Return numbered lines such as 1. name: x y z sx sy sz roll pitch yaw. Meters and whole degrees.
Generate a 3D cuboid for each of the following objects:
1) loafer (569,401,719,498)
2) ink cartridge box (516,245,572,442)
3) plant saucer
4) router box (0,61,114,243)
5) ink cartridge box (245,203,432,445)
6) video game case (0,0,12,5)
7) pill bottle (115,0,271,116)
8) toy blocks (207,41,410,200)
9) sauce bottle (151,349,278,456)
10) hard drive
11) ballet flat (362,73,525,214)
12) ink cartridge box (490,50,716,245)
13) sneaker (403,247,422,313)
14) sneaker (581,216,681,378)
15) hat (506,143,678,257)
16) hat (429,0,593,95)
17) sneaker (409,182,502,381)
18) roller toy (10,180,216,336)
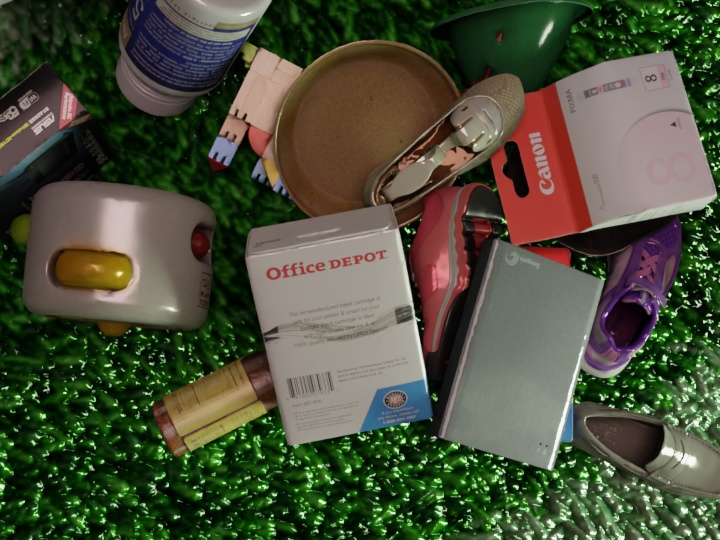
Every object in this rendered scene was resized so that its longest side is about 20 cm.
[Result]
1. loafer: 0.310 0.191 1.250 0.199 0.070 0.070 18 82 -2
2. ink cartridge box: 0.160 0.078 1.253 0.116 0.067 0.201 2 83 -5
3. plant saucer: 0.008 -0.137 1.210 0.199 0.035 0.201 -5 112 -11
4. router box: -0.329 -0.109 1.170 0.150 0.200 0.062 -40 87 -7
5. ink cartridge box: -0.020 0.050 1.144 0.144 0.084 0.201 -11 110 0
6. video game case: -0.288 -0.318 1.206 0.181 0.200 0.023 -26 111 -7
7. pill bottle: -0.174 -0.244 1.191 0.119 0.200 0.120 14 58 -23
8. toy blocks: -0.068 -0.138 1.256 0.199 0.100 0.137 26 94 -8
9. sauce bottle: -0.115 0.122 1.230 0.199 0.066 0.066 -24 86 -8
10. hard drive: 0.155 0.083 1.178 0.139 0.033 0.201 19 83 -26
11. ballet flat: 0.088 -0.118 1.177 0.200 0.062 0.067 -40 97 4
12. ink cartridge box: 0.233 -0.122 1.187 0.199 0.057 0.163 -10 74 -7
13. sneaker: 0.000 0.000 1.226 0.199 0.116 0.075 9 83 -3
14. sneaker: 0.293 0.018 1.261 0.080 0.088 0.201 25 80 1
15. hat: 0.255 -0.119 1.251 0.200 0.081 0.201 0 64 1
16. hat: 0.157 -0.175 1.248 0.165 0.200 0.177 -4 88 -29
17. sneaker: 0.087 0.010 1.208 0.074 0.087 0.201 9 91 -44
18. roller toy: -0.235 -0.005 1.173 0.182 0.200 0.140 9 83 -36
